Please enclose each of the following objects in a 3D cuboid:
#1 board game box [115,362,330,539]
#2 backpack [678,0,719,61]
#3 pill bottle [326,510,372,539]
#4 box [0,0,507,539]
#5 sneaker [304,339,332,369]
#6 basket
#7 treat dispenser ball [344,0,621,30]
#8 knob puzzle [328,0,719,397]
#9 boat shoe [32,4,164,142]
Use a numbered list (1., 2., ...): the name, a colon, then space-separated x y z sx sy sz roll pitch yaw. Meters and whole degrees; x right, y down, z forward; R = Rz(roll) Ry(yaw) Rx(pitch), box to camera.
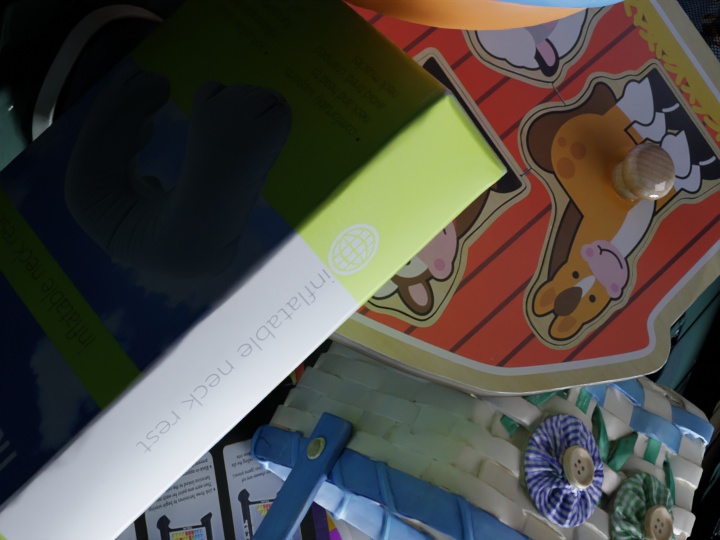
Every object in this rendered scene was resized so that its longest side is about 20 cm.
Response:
1. board game box: -0.082 0.112 0.749 0.199 0.056 0.167 -8 90 -61
2. backpack: 0.182 -0.118 1.158 0.190 0.154 0.201 -41 161 -29
3. pill bottle: -0.064 0.152 0.945 0.200 0.104 0.105 -19 135 -66
4. box: -0.067 0.000 0.611 0.200 0.122 0.048 -43 134 -2
5. sneaker: 0.000 0.000 0.977 0.080 0.075 0.201 87 26 -43
6. basket: 0.032 0.109 0.762 0.176 0.139 0.201 33 82 -38
7. treat dispenser ball: 0.036 -0.170 0.576 0.201 0.200 0.202 -52 160 -27
8. knob puzzle: 0.050 -0.046 0.701 0.220 0.220 0.030 -53 -166 -25
9. boat shoe: -0.060 -0.035 0.741 0.075 0.062 0.200 -56 162 -9
